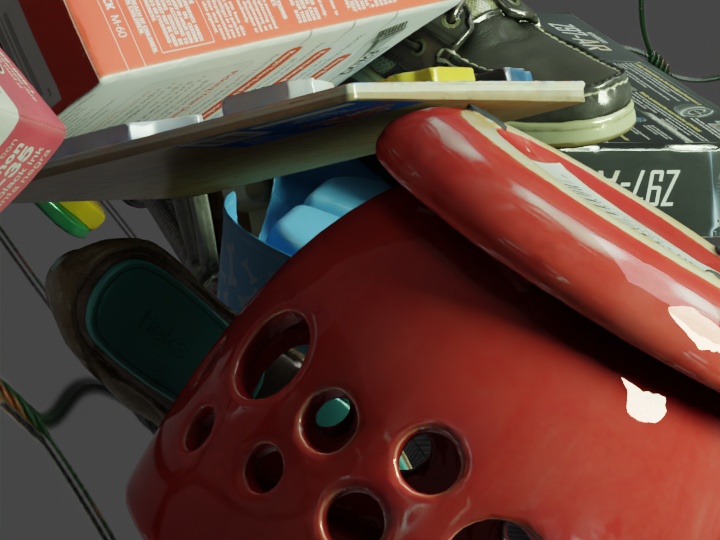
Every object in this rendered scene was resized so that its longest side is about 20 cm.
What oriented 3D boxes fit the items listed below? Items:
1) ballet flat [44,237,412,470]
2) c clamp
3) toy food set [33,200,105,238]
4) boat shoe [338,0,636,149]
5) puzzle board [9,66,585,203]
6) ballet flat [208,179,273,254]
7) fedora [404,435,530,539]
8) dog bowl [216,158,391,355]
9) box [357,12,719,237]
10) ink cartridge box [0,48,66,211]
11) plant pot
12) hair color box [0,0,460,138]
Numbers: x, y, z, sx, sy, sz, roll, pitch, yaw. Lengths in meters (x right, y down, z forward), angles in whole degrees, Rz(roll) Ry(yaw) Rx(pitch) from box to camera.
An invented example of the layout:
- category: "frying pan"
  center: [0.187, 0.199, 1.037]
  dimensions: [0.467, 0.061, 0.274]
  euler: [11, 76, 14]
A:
- category: "ballet flat"
  center: [-0.051, 0.054, 1.089]
  dimensions: [0.200, 0.068, 0.072]
  euler: [40, -9, -29]
- category: "c clamp"
  center: [-0.089, -0.039, 1.258]
  dimensions: [0.200, 0.027, 0.171]
  euler: [-124, -161, -57]
- category: "toy food set"
  center: [-0.173, -0.108, 1.200]
  dimensions: [0.200, 0.049, 0.198]
  euler: [44, 9, -41]
- category: "boat shoe"
  center: [0.032, -0.105, 1.196]
  dimensions: [0.201, 0.066, 0.072]
  euler: [22, 31, 39]
- category: "puzzle board"
  center: [-0.038, -0.051, 1.044]
  dimensions: [0.151, 0.200, 0.017]
  euler: [-4, 83, -54]
- category: "ballet flat"
  center: [-0.049, -0.026, 1.287]
  dimensions: [0.074, 0.074, 0.201]
  euler: [-94, 167, -78]
- category: "fedora"
  center: [0.060, 0.115, 1.253]
  dimensions: [0.200, 0.090, 0.177]
  euler: [33, 15, -41]
- category: "dog bowl"
  center: [0.000, 0.000, 1.181]
  dimensions: [0.111, 0.050, 0.200]
  euler: [20, 15, 7]
- category: "box"
  center: [0.072, -0.071, 1.281]
  dimensions: [0.160, 0.044, 0.200]
  euler: [-2, 23, -27]
- category: "ink cartridge box"
  center: [-0.187, -0.077, 0.817]
  dimensions: [0.147, 0.083, 0.200]
  euler: [50, 7, 11]
- category: "plant pot"
  center: [0.045, 0.055, 0.967]
  dimensions: [0.200, 0.183, 0.200]
  euler: [30, 10, -6]
- category: "hair color box"
  center: [-0.070, -0.095, 1.110]
  dimensions: [0.200, 0.111, 0.064]
  euler: [-16, 79, -45]
